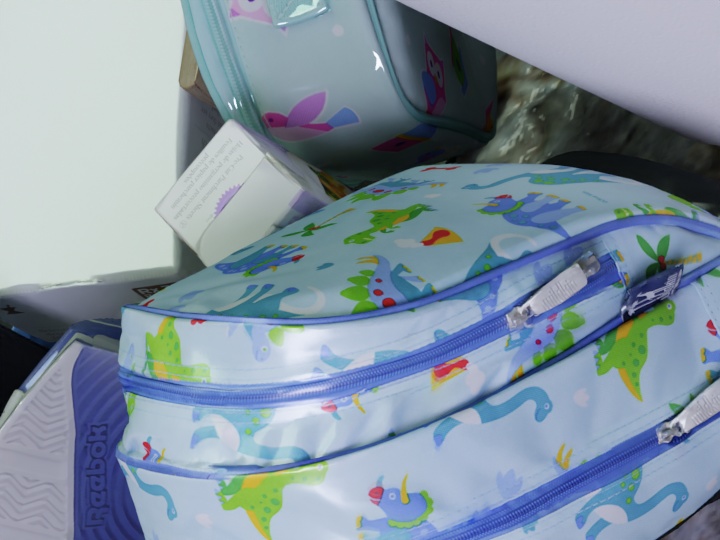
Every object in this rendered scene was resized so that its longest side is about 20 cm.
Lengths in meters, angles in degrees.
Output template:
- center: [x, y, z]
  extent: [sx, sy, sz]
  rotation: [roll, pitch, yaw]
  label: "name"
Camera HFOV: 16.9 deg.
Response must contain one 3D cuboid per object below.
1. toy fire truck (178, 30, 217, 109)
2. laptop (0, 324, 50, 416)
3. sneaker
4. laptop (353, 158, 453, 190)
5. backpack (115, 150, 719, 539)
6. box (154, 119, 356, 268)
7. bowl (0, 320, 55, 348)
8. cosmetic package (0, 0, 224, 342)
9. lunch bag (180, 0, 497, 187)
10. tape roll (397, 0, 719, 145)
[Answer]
- center: [0.013, -0.151, 0.987]
  extent: [0.200, 0.176, 0.129]
  rotation: [-49, 27, 15]
  label: "toy fire truck"
- center: [-0.195, 0.096, 0.961]
  extent: [0.178, 0.103, 0.200]
  rotation: [-65, 8, -6]
  label: "laptop"
- center: [-0.117, 0.102, 0.805]
  extent: [0.200, 0.080, 0.115]
  rotation: [-67, 22, 7]
  label: "sneaker"
- center: [-0.041, -0.012, 1.076]
  extent: [0.178, 0.103, 0.200]
  rotation: [-61, 2, -16]
  label: "laptop"
- center: [0.025, 0.037, 0.697]
  extent: [0.200, 0.154, 0.163]
  rotation: [-39, 29, -22]
  label: "backpack"
- center: [0.000, 0.000, 0.816]
  extent: [0.041, 0.200, 0.039]
  rotation: [-48, 63, 6]
  label: "box"
- center: [-0.202, 0.055, 1.223]
  extent: [0.201, 0.039, 0.201]
  rotation: [-44, 25, 27]
  label: "bowl"
- center: [-0.099, -0.076, 1.004]
  extent: [0.101, 0.074, 0.201]
  rotation: [-6, 71, 22]
  label: "cosmetic package"
- center: [-0.022, -0.131, 0.835]
  extent: [0.077, 0.201, 0.160]
  rotation: [-18, -5, 17]
  label: "lunch bag"
- center: [0.089, -0.153, 0.715]
  extent: [0.202, 0.139, 0.204]
  rotation: [-34, 46, 43]
  label: "tape roll"
